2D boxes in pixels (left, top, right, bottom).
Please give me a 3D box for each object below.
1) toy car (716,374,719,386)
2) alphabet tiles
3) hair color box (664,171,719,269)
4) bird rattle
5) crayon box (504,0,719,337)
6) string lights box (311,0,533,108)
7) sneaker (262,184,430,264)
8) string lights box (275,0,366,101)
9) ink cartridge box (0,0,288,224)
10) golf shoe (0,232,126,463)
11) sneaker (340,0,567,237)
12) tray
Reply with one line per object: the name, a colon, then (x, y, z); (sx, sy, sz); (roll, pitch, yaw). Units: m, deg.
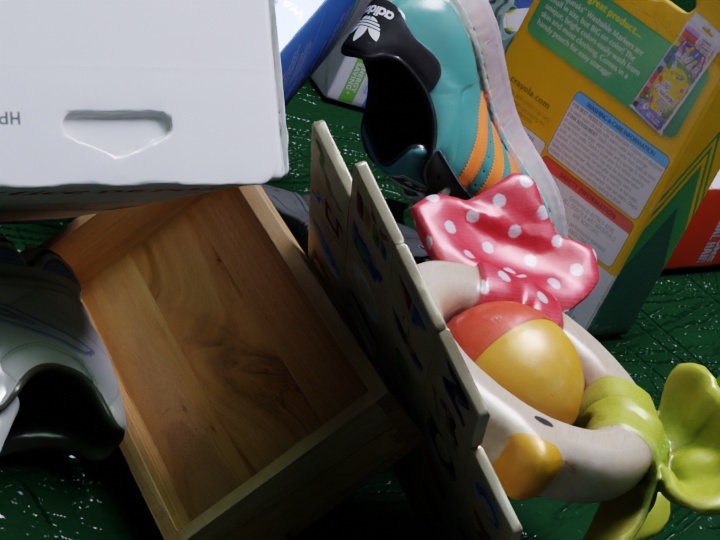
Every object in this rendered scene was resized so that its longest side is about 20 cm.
toy car: (0.307, 0.068, 1.136); (0.200, 0.164, 0.158); (43, 26, 13)
alphabet tiles: (0.017, 0.041, 0.834); (0.006, 0.200, 0.167); (-23, 71, -11)
hair color box: (0.154, -0.053, 1.337); (0.111, 0.064, 0.200); (40, 27, 31)
bird rattle: (0.074, 0.036, 0.927); (0.163, 0.113, 0.200); (4, 46, -54)
crayon box: (0.132, -0.080, 1.192); (0.126, 0.200, 0.052); (41, 26, 30)
string lights box: (0.074, -0.139, 1.383); (0.199, 0.103, 0.059); (13, 25, -29)
sneaker: (-0.001, 0.003, 1.043); (0.104, 0.060, 0.200); (15, 15, -22)
string lights box: (-0.049, -0.119, 1.080); (0.059, 0.103, 0.200); (34, 51, 3)
ink cartridge box: (-0.143, -0.063, 0.856); (0.146, 0.086, 0.200); (-2, -4, -36)
golf shoe: (-0.165, 0.033, 0.795); (0.200, 0.078, 0.097); (-1, 41, -46)
sneaker: (0.042, -0.056, 1.131); (0.080, 0.200, 0.071); (-39, 33, -27)
tray: (-0.058, 0.028, 0.884); (0.037, 0.099, 0.200); (52, 2, -42)
